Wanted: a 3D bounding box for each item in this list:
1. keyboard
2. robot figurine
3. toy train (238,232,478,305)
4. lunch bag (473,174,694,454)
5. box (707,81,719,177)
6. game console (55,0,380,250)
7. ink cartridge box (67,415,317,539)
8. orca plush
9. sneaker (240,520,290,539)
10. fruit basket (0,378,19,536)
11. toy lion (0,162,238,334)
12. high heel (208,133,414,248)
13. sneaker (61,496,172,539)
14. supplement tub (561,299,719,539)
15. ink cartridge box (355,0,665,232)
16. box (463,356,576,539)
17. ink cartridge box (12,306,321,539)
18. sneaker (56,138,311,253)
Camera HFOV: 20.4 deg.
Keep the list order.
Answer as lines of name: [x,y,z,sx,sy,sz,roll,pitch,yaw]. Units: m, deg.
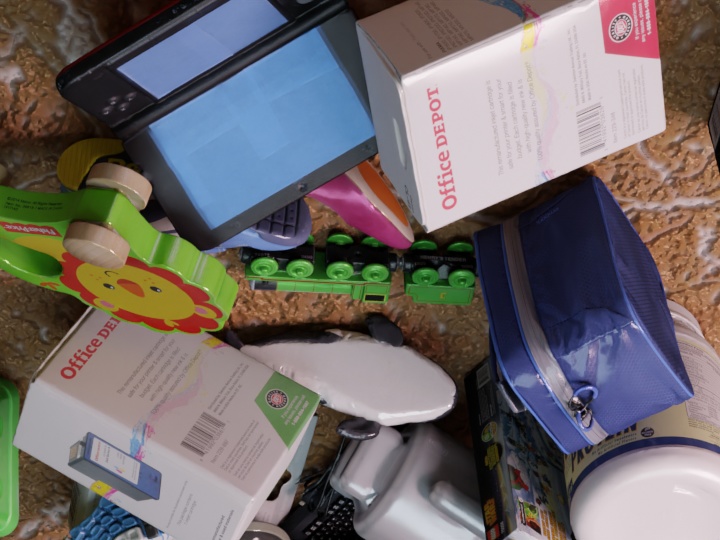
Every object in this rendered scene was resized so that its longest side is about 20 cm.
keyboard: [-0.004,0.206,1.799,0.104,0.040,0.200,28,122,-26]
robot figurine: [0.074,0.205,1.707,0.200,0.170,0.113,33,83,-9]
toy train: [0.000,0.000,1.620,0.199,0.042,0.057,3,143,-5]
lunch bag: [0.164,0.044,1.554,0.132,0.201,0.136,-26,129,17]
box: [0.374,-0.117,1.470,0.199,0.125,0.149,5,132,-5]
game console: [-0.085,-0.120,1.423,0.199,0.119,0.172,-30,165,8]
ink cartridge box: [-0.151,0.176,1.781,0.199,0.047,0.161,-3,134,-22]
orca plush: [-0.019,0.098,1.687,0.199,0.106,0.071,-4,164,-2]
sneaker: [-0.102,0.308,1.818,0.074,0.107,0.200,2,146,0]
fruit basket: [-0.390,0.172,1.717,0.214,0.156,0.216,-1,175,0]
toy lion: [-0.198,-0.009,1.505,0.199,0.069,0.192,7,155,26]
high heel: [-0.052,-0.064,1.532,0.096,0.067,0.200,-41,117,18]
sneaker: [-0.191,0.219,1.736,0.200,0.075,0.087,-44,159,19]
supplement tub: [0.234,0.132,1.638,0.144,0.201,0.145,-1,133,-1]
ink cartridge box: [0.109,-0.138,1.425,0.199,0.086,0.148,-22,134,-11]
box: [0.155,0.179,1.677,0.137,0.201,0.040,32,122,-27]
ink cartridge box: [-0.155,0.119,1.604,0.199,0.145,0.088,30,129,4]
sneaker: [-0.137,-0.045,1.553,0.199,0.074,0.082,12,133,-3]
